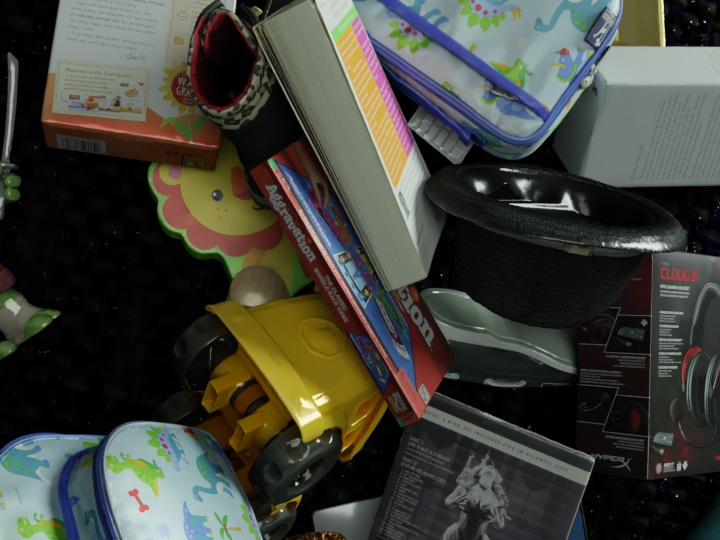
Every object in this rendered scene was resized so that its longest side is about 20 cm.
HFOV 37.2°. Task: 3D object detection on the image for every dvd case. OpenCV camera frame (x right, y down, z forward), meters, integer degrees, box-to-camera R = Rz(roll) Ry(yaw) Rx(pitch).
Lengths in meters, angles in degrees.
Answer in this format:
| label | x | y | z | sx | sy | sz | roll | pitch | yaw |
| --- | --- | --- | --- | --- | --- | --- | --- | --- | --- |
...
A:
| label | x | y | z | sx | sy | sz | roll | pitch | yaw |
| --- | --- | --- | --- | --- | --- | --- | --- | --- | --- |
| dvd case | 0.082 | 0.213 | 0.842 | 0.147 | 0.016 | 0.203 | 20 | 99 | 16 |

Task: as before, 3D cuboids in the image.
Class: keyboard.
| label | x | y | z | sx | sy | sz | roll | pitch | yaw |
| --- | --- | --- | --- | --- | --- | --- | --- | --- | --- |
| keyboard | 0.113 | -0.185 | 0.890 | 0.056 | 0.011 | 0.201 | 35 | 82 | -9 |

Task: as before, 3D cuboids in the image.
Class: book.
| label | x | y | z | sx | sy | sz | roll | pitch | yaw |
| --- | --- | --- | --- | --- | --- | --- | --- | --- | --- |
| book | 0.005 | -0.104 | 0.767 | 0.047 | 0.134 | 0.202 | -20 | 107 | 20 |

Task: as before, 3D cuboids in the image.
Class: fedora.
| label | x | y | z | sx | sy | sz | roll | pitch | yaw |
| --- | --- | --- | --- | --- | --- | --- | --- | --- | --- |
| fedora | 0.138 | -0.015 | 0.802 | 0.197 | 0.201 | 0.093 | 8 | 110 | -12 |

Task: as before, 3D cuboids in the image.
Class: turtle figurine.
| label | x | y | z | sx | sy | sz | roll | pitch | yaw |
| --- | --- | --- | --- | --- | --- | --- | --- | --- | --- |
| turtle figurine | -0.291 | -0.034 | 0.776 | 0.199 | 0.144 | 0.195 | -36 | 99 | -8 |

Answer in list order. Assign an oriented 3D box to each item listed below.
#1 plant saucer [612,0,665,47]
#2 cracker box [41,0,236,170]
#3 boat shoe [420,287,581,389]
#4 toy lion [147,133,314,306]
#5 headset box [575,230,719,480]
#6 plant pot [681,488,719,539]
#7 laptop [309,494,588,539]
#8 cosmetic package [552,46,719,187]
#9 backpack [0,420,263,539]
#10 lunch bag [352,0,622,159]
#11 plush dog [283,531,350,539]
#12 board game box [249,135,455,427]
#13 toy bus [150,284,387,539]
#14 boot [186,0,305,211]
| label | x | y | z | sx | sy | sz | roll | pitch | yaw |
| --- | --- | --- | --- | --- | --- | --- | --- | --- | --- |
| plant saucer | 0.162 | -0.273 | 0.933 | 0.197 | 0.048 | 0.204 | -2 | 89 | -12 |
| cracker box | -0.166 | -0.189 | 0.833 | 0.132 | 0.058 | 0.203 | 8 | 75 | -11 |
| boat shoe | 0.122 | 0.067 | 0.906 | 0.197 | 0.076 | 0.061 | 18 | 122 | -21 |
| toy lion | -0.066 | -0.060 | 0.873 | 0.197 | 0.069 | 0.194 | -19 | 85 | -13 |
| headset box | 0.253 | 0.066 | 0.897 | 0.147 | 0.074 | 0.204 | 6 | 86 | -42 |
| plant pot | 0.381 | 0.233 | 0.899 | 0.200 | 0.200 | 0.189 | 43 | 65 | -8 |
| laptop | 0.078 | 0.274 | 0.859 | 0.197 | 0.116 | 0.190 | -10 | 89 | -13 |
| cosmetic package | 0.277 | -0.132 | 0.919 | 0.197 | 0.072 | 0.103 | -2 | 128 | -13 |
| backpack | -0.160 | 0.185 | 0.675 | 0.147 | 0.199 | 0.185 | -39 | 61 | 25 |
| lunch bag | 0.093 | -0.194 | 0.840 | 0.199 | 0.082 | 0.161 | 38 | 87 | 6 |
| plush dog | -0.012 | 0.293 | 0.811 | 0.198 | 0.160 | 0.173 | 29 | 87 | 13 |
| board game box | 0.000 | 0.000 | 0.754 | 0.019 | 0.103 | 0.202 | -26 | 99 | 26 |
| toy bus | -0.047 | 0.105 | 0.827 | 0.191 | 0.201 | 0.136 | -21 | 60 | -41 |
| boot | -0.065 | -0.166 | 0.792 | 0.072 | 0.154 | 0.207 | 2 | 71 | 15 |
